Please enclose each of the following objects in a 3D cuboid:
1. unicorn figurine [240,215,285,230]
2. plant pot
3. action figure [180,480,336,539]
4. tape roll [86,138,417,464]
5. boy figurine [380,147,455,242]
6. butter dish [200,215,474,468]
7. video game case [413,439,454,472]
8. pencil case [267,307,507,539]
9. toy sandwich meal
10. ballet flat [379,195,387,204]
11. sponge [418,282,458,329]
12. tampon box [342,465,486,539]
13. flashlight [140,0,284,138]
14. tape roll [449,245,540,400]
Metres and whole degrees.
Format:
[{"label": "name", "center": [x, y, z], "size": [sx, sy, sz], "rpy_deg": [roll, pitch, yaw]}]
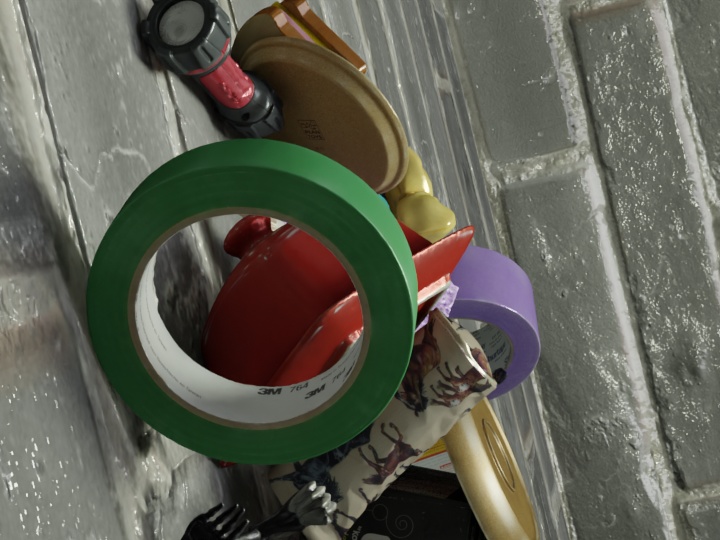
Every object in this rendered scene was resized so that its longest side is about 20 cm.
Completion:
[{"label": "unicorn figurine", "center": [-0.063, 0.006, 1.131], "size": [0.137, 0.073, 0.202], "rpy_deg": [14, 70, -57]}, {"label": "plant pot", "center": [0.105, 0.157, 1.119], "size": [0.201, 0.027, 0.200], "rpy_deg": [61, 11, -21]}, {"label": "action figure", "center": [-0.052, 0.214, 0.922], "size": [0.120, 0.102, 0.200], "rpy_deg": [69, 10, 20]}, {"label": "tape roll", "center": [-0.065, 0.021, 0.826], "size": [0.048, 0.199, 0.202], "rpy_deg": [-76, 150, -64]}, {"label": "boy figurine", "center": [0.044, -0.069, 1.376], "size": [0.200, 0.064, 0.125], "rpy_deg": [-120, -162, -58]}, {"label": "butter dish", "center": [-0.044, 0.018, 1.014], "size": [0.148, 0.200, 0.199], "rpy_deg": [46, 42, 12]}, {"label": "video game case", "center": [0.047, 0.169, 1.328], "size": [0.017, 0.142, 0.201], "rpy_deg": [-115, -173, -70]}, {"label": "pencil case", "center": [0.016, 0.121, 1.015], "size": [0.078, 0.200, 0.089], "rpy_deg": [47, 6, 18]}, {"label": "toy sandwich meal", "center": [-0.032, -0.156, 1.248], "size": [0.070, 0.204, 0.206], "rpy_deg": [-53, 139, -30]}, {"label": "ballet flat", "center": [-0.001, -0.052, 1.536], "size": [0.200, 0.069, 0.070], "rpy_deg": [-84, 158, -73]}, {"label": "sponge", "center": [0.000, 0.000, 1.253], "size": [0.200, 0.030, 0.112], "rpy_deg": [39, 46, -14]}, {"label": "tampon box", "center": [0.038, 0.249, 1.144], "size": [0.200, 0.125, 0.151], "rpy_deg": [16, 82, -77]}, {"label": "flashlight", "center": [-0.114, -0.165, 1.123], "size": [0.200, 0.067, 0.068], "rpy_deg": [46, 31, -66]}, {"label": "tape roll", "center": [0.107, 0.067, 1.578], "size": [0.201, 0.199, 0.085], "rpy_deg": [64, 17, -46]}]
